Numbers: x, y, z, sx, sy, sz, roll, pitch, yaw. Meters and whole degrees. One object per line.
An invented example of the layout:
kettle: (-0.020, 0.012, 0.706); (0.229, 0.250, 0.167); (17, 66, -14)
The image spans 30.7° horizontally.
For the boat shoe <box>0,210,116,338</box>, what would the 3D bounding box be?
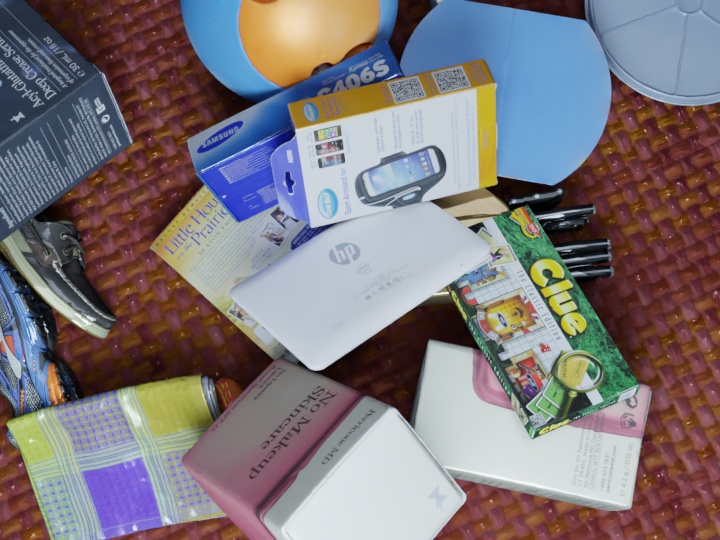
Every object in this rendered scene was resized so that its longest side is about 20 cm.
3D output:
boat shoe: (-0.294, -0.023, 1.229); (0.065, 0.073, 0.200); (-44, 82, 0)

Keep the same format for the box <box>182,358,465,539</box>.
box: (-0.035, 0.167, 1.051); (0.128, 0.199, 0.109); (-46, 116, -17)

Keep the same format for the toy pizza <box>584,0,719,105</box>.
toy pizza: (0.315, -0.256, 1.270); (0.197, 0.032, 0.203); (0, 81, 3)

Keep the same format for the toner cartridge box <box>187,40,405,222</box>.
toner cartridge box: (-0.045, -0.121, 1.167); (0.198, 0.095, 0.044); (-25, 58, 7)

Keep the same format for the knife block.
knife block: (0.127, 0.000, 1.218); (0.175, 0.064, 0.201); (38, 84, 8)

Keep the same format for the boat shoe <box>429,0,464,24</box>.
boat shoe: (0.091, -0.320, 1.267); (0.063, 0.071, 0.203); (-6, 79, 2)

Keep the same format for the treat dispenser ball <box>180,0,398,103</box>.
treat dispenser ball: (-0.064, -0.250, 1.193); (0.198, 0.201, 0.204); (0, 81, 1)

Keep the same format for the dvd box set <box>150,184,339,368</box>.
dvd box set: (-0.081, -0.015, 1.209); (0.199, 0.029, 0.147); (38, 83, 26)

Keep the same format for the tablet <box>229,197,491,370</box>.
tablet: (0.000, 0.000, 1.124); (0.199, 0.014, 0.130); (-32, 48, -24)

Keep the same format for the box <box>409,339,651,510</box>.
box: (0.143, 0.139, 1.164); (0.197, 0.128, 0.110); (12, 80, 3)

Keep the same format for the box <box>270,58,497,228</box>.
box: (0.020, -0.106, 1.135); (0.197, 0.120, 0.042); (-12, 48, -4)

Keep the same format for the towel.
towel: (-0.207, 0.174, 1.180); (0.197, 0.023, 0.145); (-11, 110, 7)

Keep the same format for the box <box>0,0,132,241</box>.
box: (-0.338, -0.130, 1.193); (0.200, 0.107, 0.148); (-40, 61, -15)

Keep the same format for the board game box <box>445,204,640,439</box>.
board game box: (0.145, 0.039, 1.124); (0.104, 0.024, 0.201); (-19, 60, -17)

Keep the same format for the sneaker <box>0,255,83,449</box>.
sneaker: (-0.321, 0.076, 1.216); (0.078, 0.075, 0.202); (-23, 79, 1)

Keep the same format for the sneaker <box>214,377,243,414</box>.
sneaker: (-0.069, 0.179, 1.202); (0.077, 0.073, 0.201); (-35, 88, -20)

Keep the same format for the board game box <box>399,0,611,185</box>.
board game box: (0.132, -0.163, 1.227); (0.197, 0.039, 0.160); (9, 83, 2)
